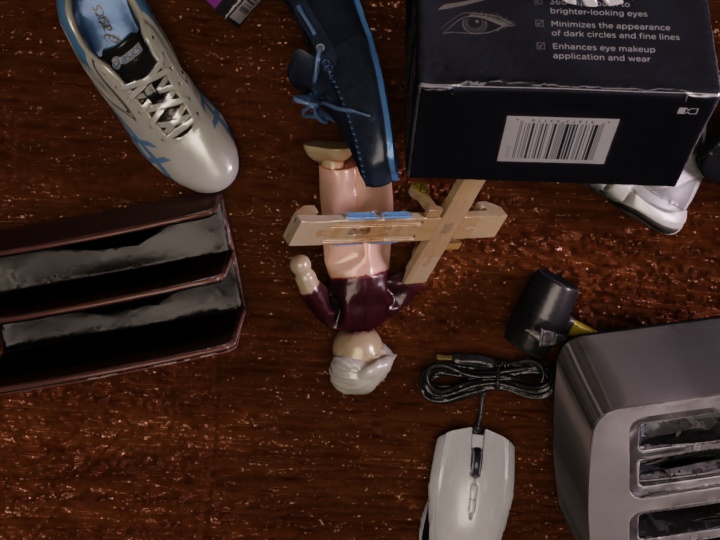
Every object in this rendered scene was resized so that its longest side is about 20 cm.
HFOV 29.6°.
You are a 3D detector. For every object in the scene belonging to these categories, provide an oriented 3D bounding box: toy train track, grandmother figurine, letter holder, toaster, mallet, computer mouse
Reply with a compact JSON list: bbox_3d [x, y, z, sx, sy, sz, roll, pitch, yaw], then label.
[{"bbox_3d":[0.025,-0.040,1.008,0.199,0.033,0.115,-4,136,-39],"label":"toy train track"},{"bbox_3d":[0.000,0.000,1.061,0.120,0.061,0.202,-4,105,-16],"label":"grandmother figurine"},{"bbox_3d":[-0.194,0.017,1.014,0.198,0.142,0.102,-10,103,1],"label":"letter holder"},{"bbox_3d":[0.235,0.136,1.042,0.198,0.119,0.183,-7,117,-3],"label":"toaster"},{"bbox_3d":[0.206,0.075,1.094,0.199,0.041,0.066,33,100,-12],"label":"mallet"},{"bbox_3d":[0.094,0.167,1.105,0.108,0.044,0.202,5,102,-4],"label":"computer mouse"}]

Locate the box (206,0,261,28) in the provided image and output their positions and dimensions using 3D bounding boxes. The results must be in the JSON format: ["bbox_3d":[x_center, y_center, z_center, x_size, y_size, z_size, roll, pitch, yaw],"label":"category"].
[{"bbox_3d":[-0.107,-0.289,0.939,0.143,0.036,0.200,-46,79,8],"label":"box"}]

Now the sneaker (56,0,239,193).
[{"bbox_3d":[-0.161,-0.140,1.018,0.072,0.073,0.201,-34,102,4],"label":"sneaker"}]

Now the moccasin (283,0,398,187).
[{"bbox_3d":[-0.022,-0.147,0.998,0.067,0.081,0.202,-15,66,-4],"label":"moccasin"}]

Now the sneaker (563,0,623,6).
[{"bbox_3d":[0.186,-0.237,0.891,0.198,0.087,0.075,-25,123,-9],"label":"sneaker"}]

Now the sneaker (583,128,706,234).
[{"bbox_3d":[0.188,-0.123,1.036,0.199,0.075,0.116,31,95,-18],"label":"sneaker"}]

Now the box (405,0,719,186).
[{"bbox_3d":[0.131,-0.173,0.947,0.194,0.118,0.202,2,63,-2],"label":"box"}]

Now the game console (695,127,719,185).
[{"bbox_3d":[0.379,-0.083,0.984,0.175,0.117,0.200,21,126,-31],"label":"game console"}]
